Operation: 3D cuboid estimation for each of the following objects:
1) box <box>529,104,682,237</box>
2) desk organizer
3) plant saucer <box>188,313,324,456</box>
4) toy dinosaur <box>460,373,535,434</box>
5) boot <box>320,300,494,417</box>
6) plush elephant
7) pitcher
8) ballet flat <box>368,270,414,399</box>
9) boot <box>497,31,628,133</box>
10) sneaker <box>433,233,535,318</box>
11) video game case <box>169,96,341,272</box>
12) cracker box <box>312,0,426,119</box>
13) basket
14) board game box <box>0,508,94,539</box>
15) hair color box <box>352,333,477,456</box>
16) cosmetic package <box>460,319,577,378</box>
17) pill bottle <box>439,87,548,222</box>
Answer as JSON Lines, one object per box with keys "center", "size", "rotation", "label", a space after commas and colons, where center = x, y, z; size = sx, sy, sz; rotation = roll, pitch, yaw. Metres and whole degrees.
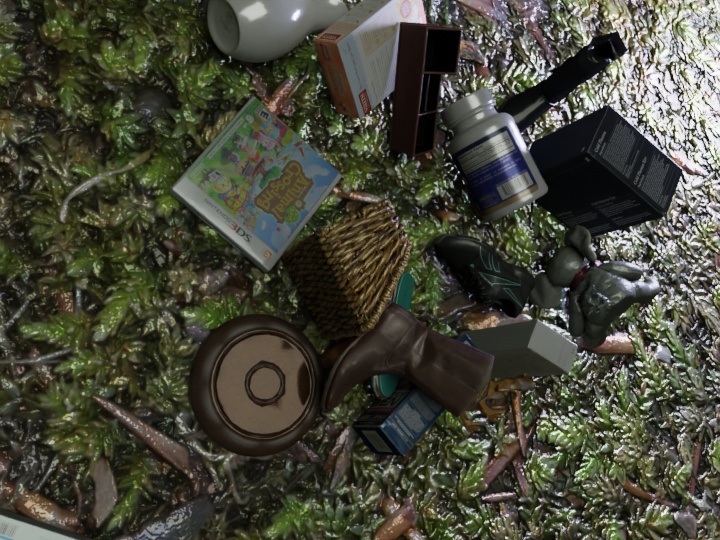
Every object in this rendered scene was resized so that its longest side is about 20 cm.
{"center": [0.403, -0.161, 1.224], "size": [0.182, 0.200, 0.104], "rotation": [34, 69, -17], "label": "box"}
{"center": [0.101, -0.283, 1.123], "size": [0.071, 0.077, 0.201], "rotation": [-6, 113, -26], "label": "desk organizer"}
{"center": [-0.138, 0.159, 0.999], "size": [0.200, 0.032, 0.201], "rotation": [5, 79, -25], "label": "plant saucer"}
{"center": [0.156, 0.171, 1.020], "size": [0.199, 0.060, 0.106], "rotation": [13, 43, -19], "label": "toy dinosaur"}
{"center": [0.066, 0.157, 0.975], "size": [0.200, 0.064, 0.187], "rotation": [30, 93, 10], "label": "boot"}
{"center": [0.384, 0.021, 1.220], "size": [0.200, 0.165, 0.155], "rotation": [19, 28, -53], "label": "plush elephant"}
{"center": [-0.140, -0.403, 1.070], "size": [0.200, 0.121, 0.172], "rotation": [-29, 78, -38], "label": "pitcher"}
{"center": [0.033, 0.095, 1.074], "size": [0.074, 0.074, 0.201], "rotation": [22, 67, -20], "label": "ballet flat"}
{"center": [0.341, -0.317, 1.224], "size": [0.165, 0.200, 0.066], "rotation": [-43, 99, -26], "label": "boot"}
{"center": [0.202, 0.007, 1.166], "size": [0.200, 0.075, 0.079], "rotation": [28, 71, -18], "label": "sneaker"}
{"center": [-0.149, -0.129, 1.054], "size": [0.182, 0.022, 0.200], "rotation": [41, 66, -13], "label": "video game case"}
{"center": [0.025, -0.353, 1.126], "size": [0.200, 0.058, 0.134], "rotation": [-46, 139, -26], "label": "cracker box"}
{"center": [0.000, 0.000, 0.999], "size": [0.142, 0.200, 0.149], "rotation": [-27, 90, -23], "label": "basket"}
{"center": [-0.395, 0.395, 0.812], "size": [0.147, 0.064, 0.201], "rotation": [27, 68, -17], "label": "board game box"}
{"center": [0.089, 0.184, 1.062], "size": [0.200, 0.100, 0.061], "rotation": [-42, 98, -26], "label": "hair color box"}
{"center": [0.230, 0.122, 1.085], "size": [0.082, 0.200, 0.051], "rotation": [30, 69, -18], "label": "cosmetic package"}
{"center": [0.217, -0.194, 1.187], "size": [0.119, 0.120, 0.200], "rotation": [-28, 92, -27], "label": "pill bottle"}
